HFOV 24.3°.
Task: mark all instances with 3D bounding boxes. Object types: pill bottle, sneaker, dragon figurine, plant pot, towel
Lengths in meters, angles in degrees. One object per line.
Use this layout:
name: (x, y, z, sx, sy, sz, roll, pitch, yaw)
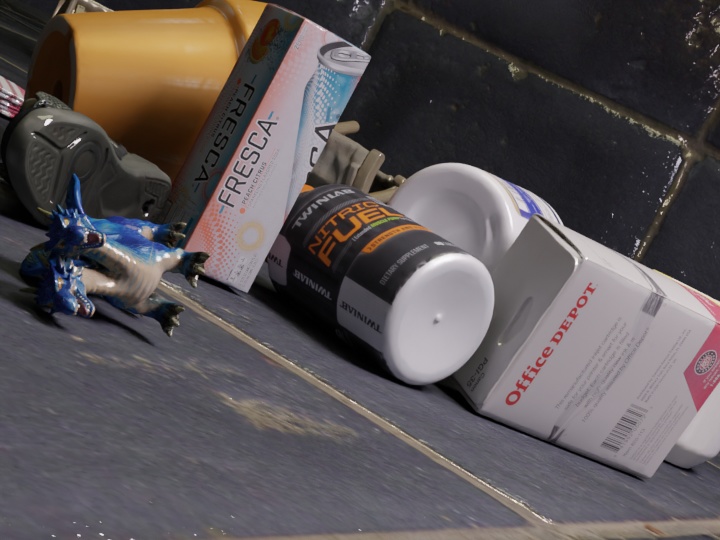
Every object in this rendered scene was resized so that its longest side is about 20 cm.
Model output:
pill bottle: (0.000, 0.000, 1.267, 0.106, 0.106, 0.200, 22, 7, -44)
sneaker: (-0.213, -0.077, 1.133, 0.114, 0.076, 0.199, 27, 2, 16)
dragon figurine: (-0.147, -0.014, 0.920, 0.099, 0.059, 0.200, 25, 7, -24)
plant pot: (-0.166, -0.132, 1.355, 0.183, 0.200, 0.200, 7, 15, -30)
towel: (-0.394, -0.192, 1.601, 0.200, 0.030, 0.146, 28, 5, -19)
pill bottle: (0.107, -0.016, 1.397, 0.120, 0.120, 0.200, 30, 6, 26)

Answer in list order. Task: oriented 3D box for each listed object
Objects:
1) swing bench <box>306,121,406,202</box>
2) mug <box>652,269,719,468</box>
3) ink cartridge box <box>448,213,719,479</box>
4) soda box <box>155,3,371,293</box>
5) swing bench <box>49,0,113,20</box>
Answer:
swing bench: (-0.021, -0.109, 2.040, 0.199, 0.130, 0.200, 32, 12, 35)
mug: (0.291, 0.091, 1.577, 0.186, 0.153, 0.149, 28, 6, 12)
ink cartridge box: (0.181, 0.060, 1.305, 0.200, 0.147, 0.083, 24, 16, -35)
soda box: (-0.076, -0.089, 1.226, 0.068, 0.200, 0.064, 25, 6, -35)
swing bench: (-0.367, -0.327, 2.499, 0.199, 0.130, 0.200, 25, 0, -17)
